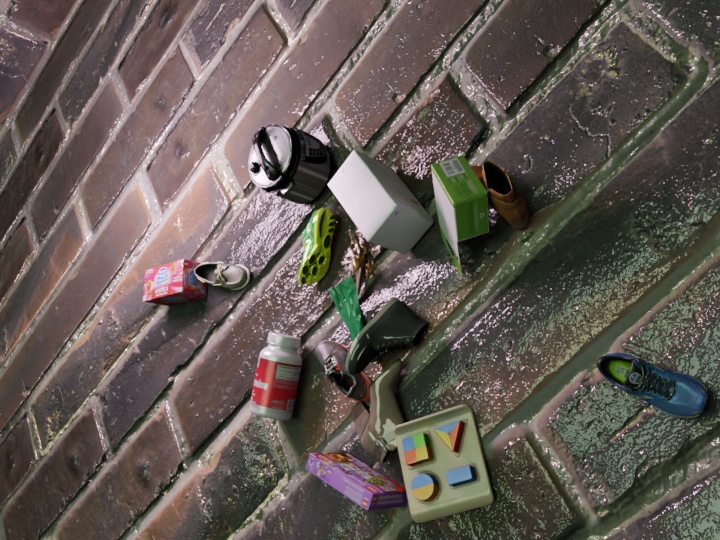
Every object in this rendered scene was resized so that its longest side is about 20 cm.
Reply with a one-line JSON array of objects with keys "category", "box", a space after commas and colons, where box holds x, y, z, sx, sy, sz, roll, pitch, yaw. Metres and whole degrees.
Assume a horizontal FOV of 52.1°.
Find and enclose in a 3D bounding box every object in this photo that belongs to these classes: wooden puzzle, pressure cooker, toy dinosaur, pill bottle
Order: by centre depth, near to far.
[{"category": "wooden puzzle", "box": [0.164, 0.397, 1.515, 0.182, 0.046, 0.204, -22, 67, 21]}, {"category": "toy dinosaur", "box": [0.000, 0.000, 1.774, 0.106, 0.059, 0.205, 155, 117, -73]}, {"category": "pill bottle", "box": [-0.208, 0.263, 1.844, 0.111, 0.111, 0.205, 7, 85, 41]}, {"category": "pressure cooker", "box": [-0.190, -0.272, 1.881, 0.174, 0.198, 0.182, 15, 89, 42]}]

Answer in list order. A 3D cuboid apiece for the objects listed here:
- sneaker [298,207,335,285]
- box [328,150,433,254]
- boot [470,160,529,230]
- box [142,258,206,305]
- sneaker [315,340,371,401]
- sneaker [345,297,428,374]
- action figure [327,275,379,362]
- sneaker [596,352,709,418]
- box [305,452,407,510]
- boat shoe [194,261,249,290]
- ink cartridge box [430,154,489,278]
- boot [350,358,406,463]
[{"category": "sneaker", "box": [-0.113, -0.060, 1.875, 0.083, 0.073, 0.204, 27, 102, 65]}, {"category": "box", "box": [0.045, -0.155, 1.684, 0.107, 0.151, 0.201, -48, 54, 20]}, {"category": "boot", "box": [0.263, -0.177, 1.503, 0.076, 0.155, 0.202, -36, 58, 7]}, {"category": "box", "box": [-0.556, 0.038, 2.203, 0.197, 0.095, 0.102, -12, 71, 38]}, {"category": "sneaker", "box": [-0.053, 0.230, 1.738, 0.199, 0.081, 0.078, 39, 105, 38]}, {"category": "sneaker", "box": [0.056, 0.164, 1.629, 0.105, 0.075, 0.201, 34, 81, 28]}, {"category": "action figure", "box": [-0.005, 0.121, 1.723, 0.118, 0.054, 0.204, -36, 73, 59]}, {"category": "sneaker", "box": [0.497, 0.197, 1.271, 0.198, 0.088, 0.080, 19, 93, 41]}, {"category": "box", "box": [-0.007, 0.458, 1.612, 0.198, 0.136, 0.040, 21, 93, 41]}, {"category": "boat shoe", "box": [-0.395, 0.013, 2.094, 0.199, 0.060, 0.074, 4, 83, 41]}, {"category": "ink cartridge box", "box": [0.212, -0.113, 1.542, 0.074, 0.202, 0.149, -16, 42, -3]}, {"category": "boot", "box": [0.066, 0.318, 1.635, 0.201, 0.070, 0.147, -52, 59, 20]}]
